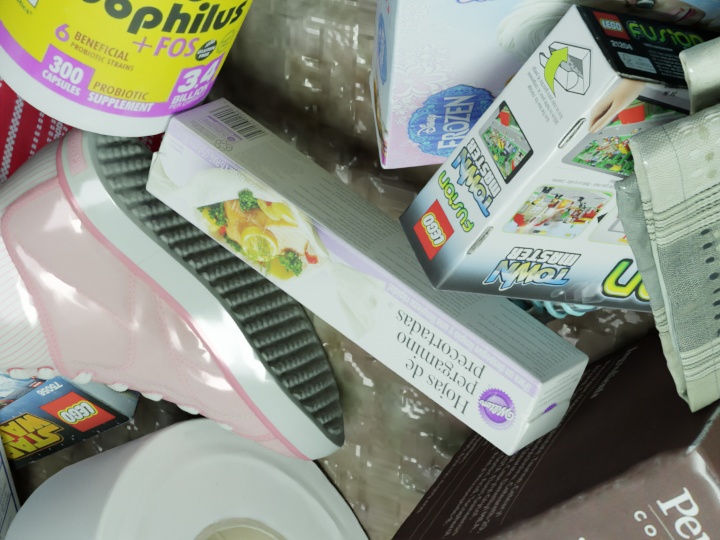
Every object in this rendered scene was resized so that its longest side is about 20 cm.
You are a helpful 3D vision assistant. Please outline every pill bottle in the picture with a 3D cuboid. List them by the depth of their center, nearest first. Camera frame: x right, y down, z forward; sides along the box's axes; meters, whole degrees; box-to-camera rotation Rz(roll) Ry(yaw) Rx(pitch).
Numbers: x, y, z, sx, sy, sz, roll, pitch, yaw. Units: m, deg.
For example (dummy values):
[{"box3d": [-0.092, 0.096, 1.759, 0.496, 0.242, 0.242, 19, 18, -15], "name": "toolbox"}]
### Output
[{"box3d": [-0.078, -0.157, 1.164, 0.104, 0.104, 0.200, 34, 129, 7], "name": "pill bottle"}]

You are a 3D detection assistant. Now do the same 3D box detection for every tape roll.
[{"box3d": [-0.070, 0.170, 1.291, 0.071, 0.202, 0.203, -22, 106, 37], "name": "tape roll"}]

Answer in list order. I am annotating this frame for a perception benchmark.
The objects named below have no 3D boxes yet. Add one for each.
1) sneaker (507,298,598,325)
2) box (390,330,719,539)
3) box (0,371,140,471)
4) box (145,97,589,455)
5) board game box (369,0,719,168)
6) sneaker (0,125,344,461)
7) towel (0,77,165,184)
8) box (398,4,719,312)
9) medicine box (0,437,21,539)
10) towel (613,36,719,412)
[{"box3d": [0.086, -0.018, 1.165, 0.200, 0.086, 0.078, -30, 100, 38], "name": "sneaker"}, {"box3d": [0.133, 0.128, 1.175, 0.200, 0.164, 0.166, -30, 100, 38], "name": "box"}, {"box3d": [-0.212, 0.049, 1.351, 0.137, 0.040, 0.200, 34, 143, -29], "name": "box"}, {"box3d": [0.000, 0.000, 1.180, 0.200, 0.041, 0.039, 35, 124, 20], "name": "box"}, {"box3d": [0.105, -0.098, 1.009, 0.199, 0.041, 0.200, -7, 161, -3], "name": "board game box"}, {"box3d": [-0.097, 0.025, 1.266, 0.105, 0.075, 0.200, -29, 125, 21], "name": "sneaker"}, {"box3d": [-0.150, -0.050, 1.321, 0.200, 0.022, 0.145, 30, 127, 11], "name": "towel"}, {"box3d": [0.122, -0.032, 1.029, 0.110, 0.200, 0.035, -50, 51, 32], "name": "box"}, {"box3d": [-0.259, 0.139, 1.375, 0.182, 0.103, 0.200, 10, 148, 8], "name": "medicine box"}, {"box3d": [0.182, -0.043, 1.002, 0.035, 0.200, 0.193, 60, 175, 30], "name": "towel"}]
